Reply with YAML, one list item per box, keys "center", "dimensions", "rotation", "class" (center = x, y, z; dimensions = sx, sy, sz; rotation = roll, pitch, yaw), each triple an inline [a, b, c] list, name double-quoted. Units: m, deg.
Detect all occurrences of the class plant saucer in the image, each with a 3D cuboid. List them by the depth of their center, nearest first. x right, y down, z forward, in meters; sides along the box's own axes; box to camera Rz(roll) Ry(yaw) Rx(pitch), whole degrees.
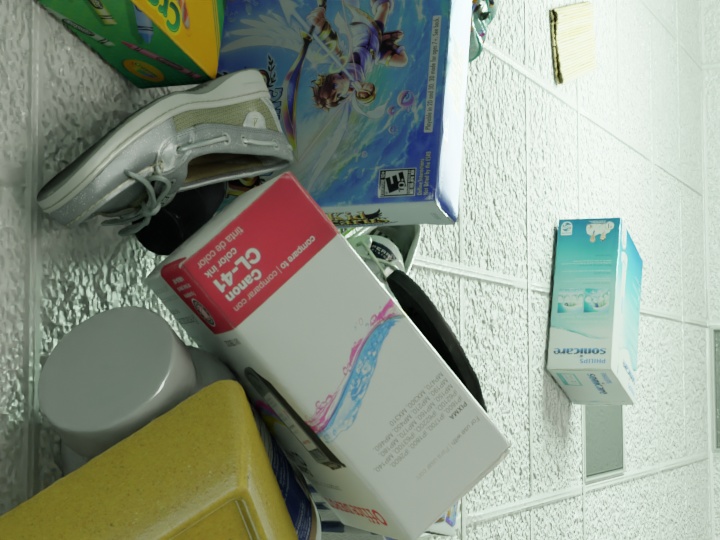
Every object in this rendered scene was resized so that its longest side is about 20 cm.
- center: [-0.108, 0.189, 0.784]
  dimensions: [0.199, 0.048, 0.201]
  rotation: [-32, 125, -21]
  class: "plant saucer"

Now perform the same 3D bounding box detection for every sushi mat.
- center: [0.282, -0.301, 1.966]
  dimensions: [0.200, 0.012, 0.097]
  rotation: [-31, 117, -65]
  class: "sushi mat"

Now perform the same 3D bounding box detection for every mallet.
- center: [-0.099, 0.021, 0.987]
  dimensions: [0.066, 0.041, 0.201]
  rotation: [-62, 147, -45]
  class: "mallet"

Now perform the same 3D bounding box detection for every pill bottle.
- center: [-0.104, 0.114, 0.863]
  dimensions: [0.201, 0.110, 0.112]
  rotation: [63, 33, -45]
  class: "pill bottle"

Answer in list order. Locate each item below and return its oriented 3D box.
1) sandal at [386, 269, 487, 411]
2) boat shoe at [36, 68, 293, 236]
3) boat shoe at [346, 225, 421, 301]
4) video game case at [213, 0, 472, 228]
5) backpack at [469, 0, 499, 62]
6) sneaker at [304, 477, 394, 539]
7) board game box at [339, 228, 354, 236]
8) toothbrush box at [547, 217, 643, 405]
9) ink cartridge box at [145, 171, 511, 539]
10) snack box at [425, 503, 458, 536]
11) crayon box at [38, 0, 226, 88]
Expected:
- center: [0.056, 0.084, 1.143]
  dimensions: [0.048, 0.075, 0.201]
  rotation: [-36, 131, -14]
  class: "sandal"
- center: [-0.108, -0.064, 0.881]
  dimensions: [0.065, 0.074, 0.202]
  rotation: [57, 33, -1]
  class: "boat shoe"
- center: [0.000, 0.000, 1.159]
  dimensions: [0.073, 0.067, 0.200]
  rotation: [38, 25, -6]
  class: "boat shoe"
- center: [-0.020, -0.127, 0.998]
  dimensions: [0.045, 0.179, 0.202]
  rotation: [37, 54, -60]
  class: "video game case"
- center: [0.044, -0.244, 1.226]
  dimensions: [0.200, 0.165, 0.128]
  rotation: [39, 63, -77]
  class: "backpack"
- center: [0.004, 0.148, 1.184]
  dimensions: [0.115, 0.080, 0.201]
  rotation: [-56, 145, -61]
  class: "sneaker"
- center: [-0.039, -0.119, 1.152]
  dimensions: [0.096, 0.030, 0.202]
  rotation: [-41, 128, -63]
  class: "board game box"
- center: [0.297, 0.054, 1.880]
  dimensions: [0.146, 0.084, 0.202]
  rotation: [45, 47, -60]
  class: "toothbrush box"
- center: [-0.024, 0.051, 0.861]
  dimensions: [0.085, 0.147, 0.201]
  rotation: [-40, 97, -15]
  class: "ink cartridge box"
- center: [0.045, 0.162, 1.145]
  dimensions: [0.200, 0.024, 0.073]
  rotation: [38, 58, -69]
  class: "snack box"
- center: [-0.144, -0.202, 0.859]
  dimensions: [0.200, 0.058, 0.120]
  rotation: [41, 51, -61]
  class: "crayon box"
